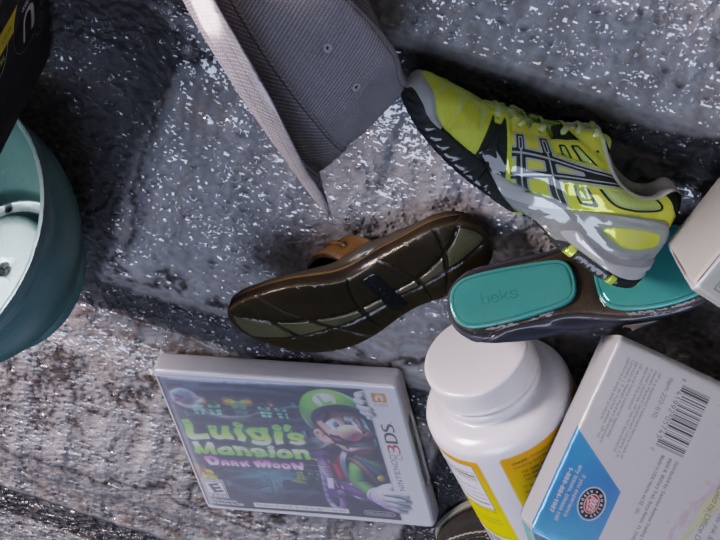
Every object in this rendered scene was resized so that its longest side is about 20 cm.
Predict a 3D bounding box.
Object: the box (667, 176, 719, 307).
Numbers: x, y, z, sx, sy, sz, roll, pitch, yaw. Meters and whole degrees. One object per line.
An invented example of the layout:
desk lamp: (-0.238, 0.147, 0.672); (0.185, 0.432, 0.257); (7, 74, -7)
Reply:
box: (0.303, 0.014, 1.308); (0.200, 0.078, 0.095); (34, 106, -17)

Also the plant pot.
plant pot: (-0.275, -0.014, 1.450); (0.200, 0.201, 0.134); (-2, 164, 22)

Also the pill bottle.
pill bottle: (0.117, 0.124, 1.505); (0.109, 0.109, 0.200); (-5, 136, 25)

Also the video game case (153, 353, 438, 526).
video game case: (-0.049, 0.137, 1.649); (0.200, 0.023, 0.182); (3, 138, 17)

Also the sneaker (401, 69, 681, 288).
sneaker: (0.115, -0.073, 1.325); (0.200, 0.075, 0.076); (34, 104, -11)

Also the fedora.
fedora: (-0.033, -0.139, 1.248); (0.090, 0.177, 0.200); (-30, 127, 7)

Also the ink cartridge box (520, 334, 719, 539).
ink cartridge box: (0.230, 0.150, 1.404); (0.200, 0.145, 0.085); (25, 178, -1)

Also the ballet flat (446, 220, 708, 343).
ballet flat: (0.158, 0.011, 1.399); (0.200, 0.073, 0.073); (-11, 133, 16)

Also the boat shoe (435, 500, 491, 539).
boat shoe: (0.141, 0.215, 1.639); (0.201, 0.061, 0.072); (-15, 131, 33)

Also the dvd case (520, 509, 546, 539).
dvd case: (0.218, 0.177, 1.506); (0.200, 0.022, 0.146); (-28, 134, -9)

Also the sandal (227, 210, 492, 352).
sandal: (0.000, 0.000, 1.457); (0.200, 0.055, 0.082); (-27, 131, 23)

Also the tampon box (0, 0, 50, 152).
tampon box: (-0.314, -0.156, 1.311); (0.200, 0.150, 0.126); (14, 141, 4)
